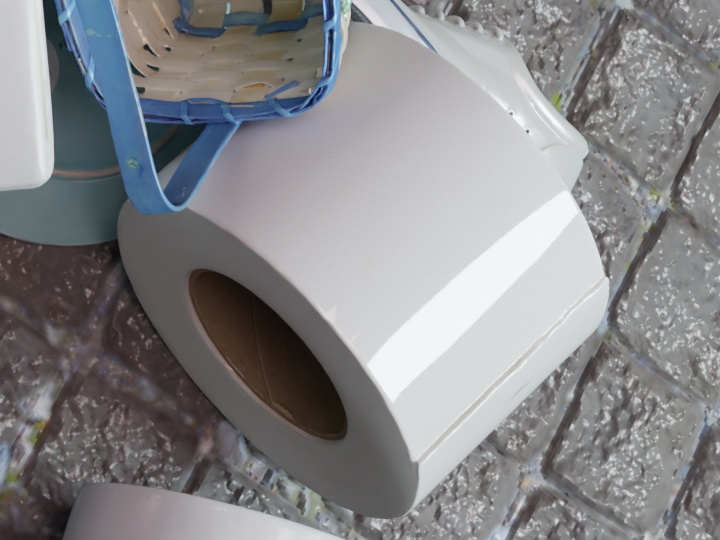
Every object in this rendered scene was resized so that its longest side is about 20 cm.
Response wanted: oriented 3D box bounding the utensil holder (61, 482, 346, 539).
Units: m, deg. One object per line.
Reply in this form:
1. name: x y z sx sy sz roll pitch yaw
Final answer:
1. utensil holder: -0.084 0.216 1.322 0.170 0.170 0.200 19 76 -23

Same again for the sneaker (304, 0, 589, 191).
1. sneaker: 0.041 -0.103 1.467 0.200 0.073 0.071 46 60 -25

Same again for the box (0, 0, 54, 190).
1. box: -0.227 -0.143 1.223 0.171 0.199 0.201 -4 105 -9

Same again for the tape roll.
1. tape roll: 0.000 0.000 1.360 0.139 0.203 0.203 -43 104 -23

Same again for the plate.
1. plate: -0.144 -0.112 1.397 0.200 0.026 0.201 2 86 -26

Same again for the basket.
1. basket: -0.080 -0.142 1.264 0.200 0.139 0.177 -53 136 -54
